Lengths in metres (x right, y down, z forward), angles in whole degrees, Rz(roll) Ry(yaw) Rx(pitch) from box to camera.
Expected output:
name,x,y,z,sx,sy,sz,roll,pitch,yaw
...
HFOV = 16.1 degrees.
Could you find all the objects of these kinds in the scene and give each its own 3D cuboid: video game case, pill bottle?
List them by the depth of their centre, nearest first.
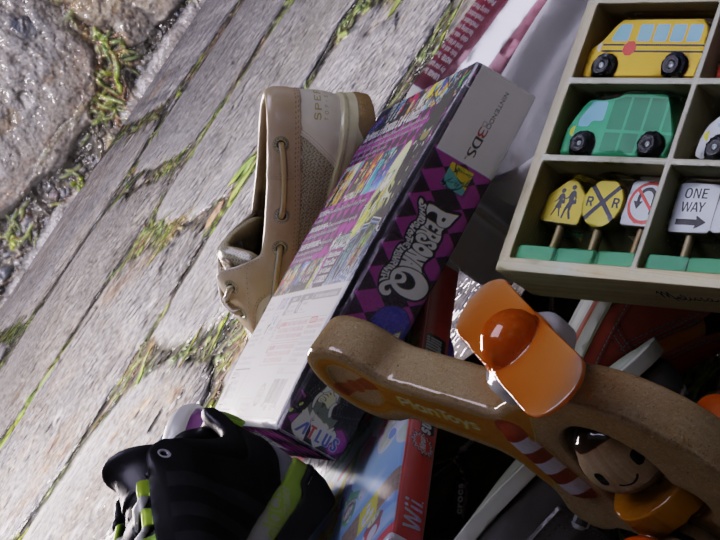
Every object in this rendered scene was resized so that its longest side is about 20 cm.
name,x,y,z,sx,sy,sz,roll,pitch,yaw
video game case,-0.008,0.098,1.105,0.143,0.017,0.200,-52,15,32
video game case,0.000,0.000,1.165,0.182,0.036,0.200,-62,9,-9
pill bottle,0.095,-0.094,1.317,0.200,0.114,0.114,-53,13,5

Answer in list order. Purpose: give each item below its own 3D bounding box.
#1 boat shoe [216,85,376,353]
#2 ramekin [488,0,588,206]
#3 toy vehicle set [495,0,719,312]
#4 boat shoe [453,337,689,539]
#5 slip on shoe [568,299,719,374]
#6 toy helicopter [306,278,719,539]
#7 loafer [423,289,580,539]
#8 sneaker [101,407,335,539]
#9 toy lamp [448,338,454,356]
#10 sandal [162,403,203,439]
name,x,y,z,sx,sy,sz,roll,pitch,yaw
boat shoe,-0.045,-0.004,1.322,0.072,0.065,0.200,-109,31,-58
ramekin,0.152,-0.092,1.136,0.200,0.105,0.200,-51,14,18
toy vehicle set,0.151,-0.045,0.950,0.200,0.026,0.125,4,69,44
boat shoe,0.069,0.114,1.015,0.201,0.061,0.072,-50,-9,18
slip on shoe,0.126,0.019,1.046,0.200,0.061,0.074,-61,-13,25
toy helicopter,0.056,0.050,0.916,0.200,0.132,0.079,16,66,38
loafer,0.040,0.082,1.162,0.200,0.071,0.073,-57,14,-10
sneaker,-0.081,0.114,1.016,0.072,0.083,0.200,-48,-1,25
toy lamp,0.023,0.024,1.403,0.058,0.058,0.200,-50,14,18
sandal,-0.058,0.159,1.188,0.082,0.050,0.203,-50,-44,-75
